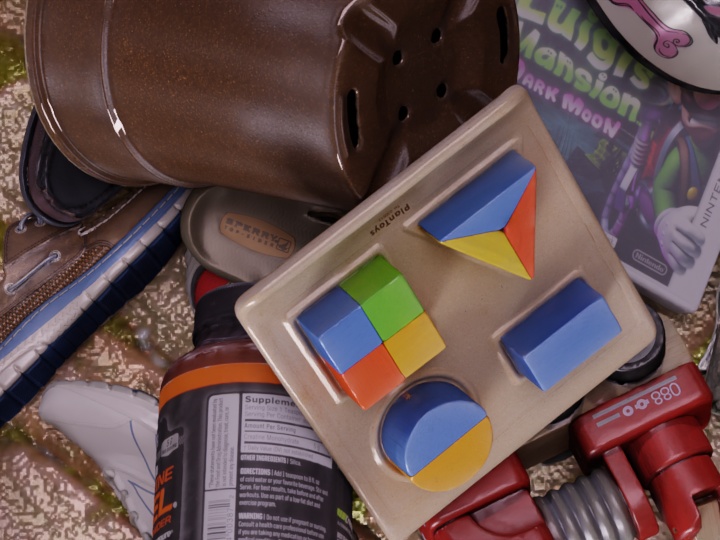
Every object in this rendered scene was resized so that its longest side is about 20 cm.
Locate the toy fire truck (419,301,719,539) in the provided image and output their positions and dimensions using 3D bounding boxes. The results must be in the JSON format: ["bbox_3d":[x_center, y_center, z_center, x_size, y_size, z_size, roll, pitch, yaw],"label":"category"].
[{"bbox_3d":[0.132,0.146,1.473,0.176,0.129,0.200,-25,68,-6],"label":"toy fire truck"}]

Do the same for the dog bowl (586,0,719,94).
[{"bbox_3d":[0.202,-0.203,1.466,0.200,0.074,0.200,14,67,-35],"label":"dog bowl"}]

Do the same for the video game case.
[{"bbox_3d":[0.144,-0.097,1.483,0.200,0.023,0.182,28,79,-29],"label":"video game case"}]

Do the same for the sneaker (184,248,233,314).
[{"bbox_3d":[0.000,0.000,1.525,0.200,0.077,0.085,-15,82,7],"label":"sneaker"}]

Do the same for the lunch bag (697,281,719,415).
[{"bbox_3d":[0.298,0.017,1.494,0.200,0.118,0.164,10,75,14],"label":"lunch bag"}]

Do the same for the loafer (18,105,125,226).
[{"bbox_3d":[-0.123,-0.114,1.494,0.072,0.063,0.200,40,67,-22],"label":"loafer"}]

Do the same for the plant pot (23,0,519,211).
[{"bbox_3d":[-0.036,-0.120,1.391,0.198,0.200,0.200,17,75,37],"label":"plant pot"}]

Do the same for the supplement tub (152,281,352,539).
[{"bbox_3d":[-0.056,0.110,1.401,0.107,0.107,0.200,1,63,0],"label":"supplement tub"}]

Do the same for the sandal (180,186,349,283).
[{"bbox_3d":[-0.008,-0.004,1.463,0.200,0.054,0.080,18,90,7],"label":"sandal"}]

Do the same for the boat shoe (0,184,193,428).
[{"bbox_3d":[-0.175,0.002,1.518,0.072,0.072,0.200,43,80,11],"label":"boat shoe"}]

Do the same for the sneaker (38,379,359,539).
[{"bbox_3d":[-0.101,0.129,1.490,0.200,0.075,0.087,32,83,8],"label":"sneaker"}]

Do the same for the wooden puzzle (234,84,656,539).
[{"bbox_3d":[0.054,0.031,1.354,0.185,0.200,0.046,-38,38,-9],"label":"wooden puzzle"}]
